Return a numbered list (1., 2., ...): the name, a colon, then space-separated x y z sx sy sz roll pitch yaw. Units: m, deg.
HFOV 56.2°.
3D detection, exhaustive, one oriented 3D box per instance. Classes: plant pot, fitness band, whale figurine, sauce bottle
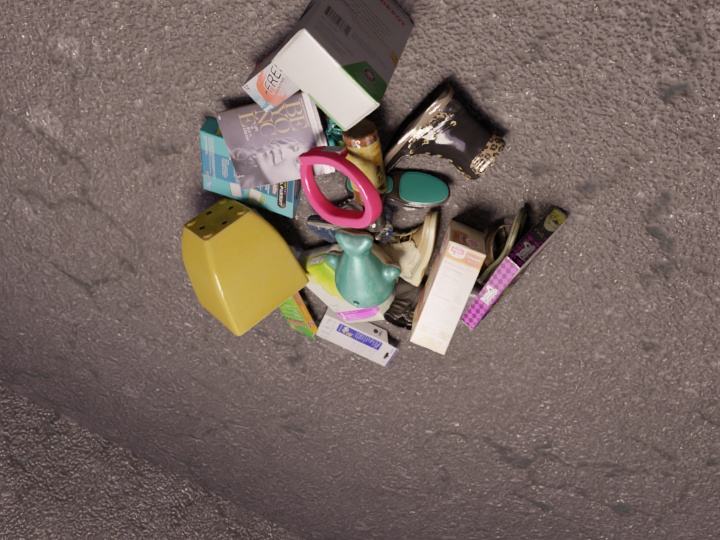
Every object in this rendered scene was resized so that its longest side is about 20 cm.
1. plant pot: -0.257 -0.030 1.388 0.194 0.193 0.203 29 149 46
2. fitness band: -0.041 -0.141 1.156 0.198 0.037 0.146 14 135 52
3. whale figurine: 0.000 0.000 1.295 0.156 0.105 0.201 12 154 18
4. sauce bottle: 0.013 -0.158 1.163 0.065 0.067 0.202 6 136 19

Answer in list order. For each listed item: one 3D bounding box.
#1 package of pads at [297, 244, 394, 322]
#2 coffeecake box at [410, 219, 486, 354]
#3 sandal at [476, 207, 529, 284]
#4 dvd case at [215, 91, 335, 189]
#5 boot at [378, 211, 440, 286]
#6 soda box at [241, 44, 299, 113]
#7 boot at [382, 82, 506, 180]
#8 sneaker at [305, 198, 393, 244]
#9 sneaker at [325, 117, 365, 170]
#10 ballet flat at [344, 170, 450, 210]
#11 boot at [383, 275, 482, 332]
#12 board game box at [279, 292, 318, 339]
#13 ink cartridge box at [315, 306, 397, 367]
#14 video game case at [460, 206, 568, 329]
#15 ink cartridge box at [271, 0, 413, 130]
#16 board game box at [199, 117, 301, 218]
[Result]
1. package of pads: -0.039 0.031 1.468 0.200 0.069 0.153 44 152 -23
2. coffeecake box: 0.163 0.027 1.258 0.072 0.154 0.203 21 109 2
3. sandal: 0.254 -0.043 1.266 0.057 0.080 0.202 34 142 6
4. dvd case: -0.154 -0.234 1.227 0.196 0.016 0.151 -8 116 19
5. boot: 0.071 -0.059 1.335 0.152 0.073 0.202 21 144 5
6. soda box: -0.106 -0.338 1.097 0.198 0.069 0.063 -23 125 42
7. boot: 0.135 -0.205 1.141 0.149 0.074 0.200 34 134 -14
8. sneaker: -0.017 -0.101 1.325 0.196 0.087 0.077 4 157 30
9. sneaker: -0.025 -0.259 1.144 0.076 0.081 0.202 11 139 13
10. ballet flat: 0.069 -0.148 1.247 0.195 0.074 0.074 7 140 9
11. boot: 0.155 0.081 1.405 0.196 0.133 0.071 7 139 18
12. board game box: -0.167 0.083 1.620 0.094 0.030 0.202 22 145 39
13. ink cartridge box: -0.006 0.161 1.649 0.197 0.040 0.100 26 141 -3
14. video game case: 0.277 -0.002 1.219 0.036 0.181 0.201 41 142 13
15. ink cartridge box: -0.019 -0.328 0.968 0.145 0.202 0.087 39 142 -22
16. board game box: -0.214 -0.200 1.326 0.196 0.047 0.152 18 140 5
